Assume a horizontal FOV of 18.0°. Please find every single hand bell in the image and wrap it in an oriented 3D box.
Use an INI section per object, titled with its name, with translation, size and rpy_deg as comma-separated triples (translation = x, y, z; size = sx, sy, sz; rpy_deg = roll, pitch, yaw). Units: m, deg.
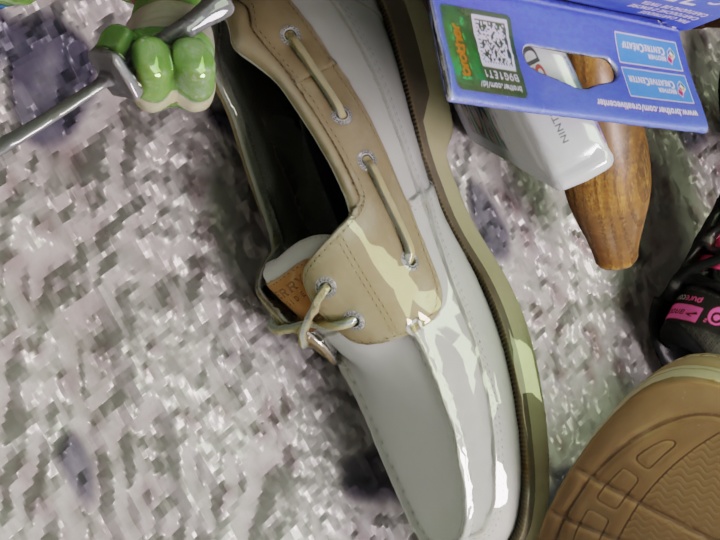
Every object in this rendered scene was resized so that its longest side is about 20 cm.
[hand bell]
translation = 0.079, -0.089, 0.789
size = 0.104, 0.104, 0.200
rpy_deg = -47, 134, -46

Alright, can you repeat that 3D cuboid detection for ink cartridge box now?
[ink cartridge box]
translation = 0.057, -0.142, 0.641
size = 0.119, 0.042, 0.200
rpy_deg = 4, 75, -47

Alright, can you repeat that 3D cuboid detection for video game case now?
[video game case]
translation = 0.018, -0.119, 0.729
size = 0.182, 0.024, 0.200
rpy_deg = 64, -1, -9

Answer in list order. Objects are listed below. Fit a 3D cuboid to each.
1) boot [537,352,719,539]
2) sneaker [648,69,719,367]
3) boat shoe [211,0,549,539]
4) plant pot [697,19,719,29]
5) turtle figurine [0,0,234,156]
[boot]
translation = 0.118, 0.080, 0.762
size = 0.155, 0.073, 0.200
rpy_deg = -48, 151, -48
[sneaker]
translation = 0.156, 0.006, 0.869
size = 0.084, 0.077, 0.200
rpy_deg = -3, 94, -39
[boat shoe]
translation = 0.000, 0.000, 0.727
size = 0.068, 0.075, 0.200
rpy_deg = -10, 77, -33
[plant pot]
translation = 0.141, -0.210, 0.881
size = 0.200, 0.200, 0.199
rpy_deg = 18, 71, -44
[turtle figurine]
translation = -0.074, -0.116, 0.575
size = 0.200, 0.194, 0.144
rpy_deg = -1, 57, -51
